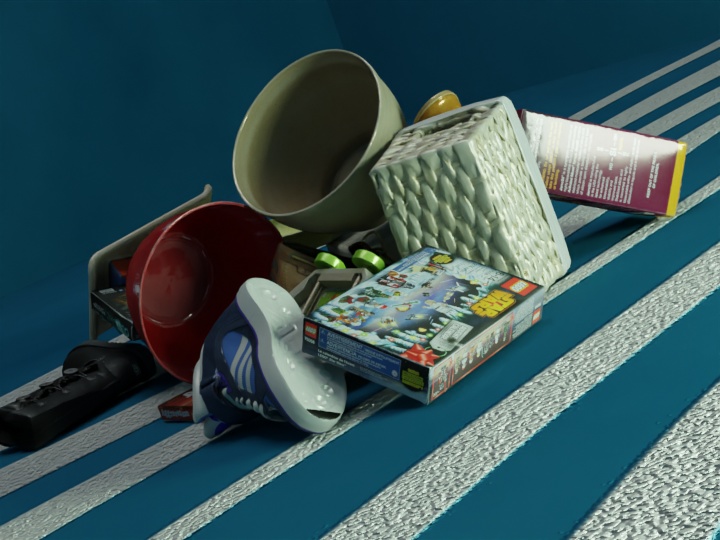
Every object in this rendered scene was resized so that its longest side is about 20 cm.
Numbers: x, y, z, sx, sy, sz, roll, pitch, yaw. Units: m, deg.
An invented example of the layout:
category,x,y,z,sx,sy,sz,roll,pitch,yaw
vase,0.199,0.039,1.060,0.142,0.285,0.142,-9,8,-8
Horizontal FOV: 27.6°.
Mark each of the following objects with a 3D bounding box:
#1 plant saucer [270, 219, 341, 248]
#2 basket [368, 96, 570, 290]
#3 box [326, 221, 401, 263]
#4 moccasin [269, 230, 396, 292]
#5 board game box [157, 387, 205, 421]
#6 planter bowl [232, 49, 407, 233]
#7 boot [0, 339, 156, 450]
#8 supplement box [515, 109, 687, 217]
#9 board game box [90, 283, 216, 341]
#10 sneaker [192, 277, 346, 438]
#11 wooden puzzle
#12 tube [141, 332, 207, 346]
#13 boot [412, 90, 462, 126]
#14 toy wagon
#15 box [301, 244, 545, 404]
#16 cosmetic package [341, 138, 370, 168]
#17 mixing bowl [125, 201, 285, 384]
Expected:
category,x,y,z,sx,sy,sz,roll,pitch,yaw
plant saucer,-0.102,-0.039,1.833,0.199,0.031,0.200,-13,9,2
basket,0.112,-0.054,1.494,0.135,0.201,0.123,-16,16,27
box,0.028,-0.009,1.764,0.094,0.078,0.200,-22,9,-7
moccasin,0.000,-0.001,1.615,0.200,0.078,0.074,8,17,-14
board game box,-0.109,0.109,1.557,0.199,0.020,0.103,-27,10,-35
planter bowl,-0.022,-0.123,1.619,0.199,0.201,0.135,-14,-32,33
boot,-0.365,0.152,1.751,0.164,0.066,0.200,-14,15,44
supplement box,0.245,-0.118,1.634,0.199,0.086,0.110,9,1,-15
board game box,-0.206,0.035,1.756,0.199,0.028,0.135,-12,21,-27
sneaker,-0.092,0.118,1.349,0.080,0.147,0.200,12,31,-34
wooden puzzle,-0.259,0.001,1.859,0.200,0.046,0.186,-37,-21,-28
tube,-0.229,0.074,1.763,0.077,0.051,0.200,-23,25,-21
boot,0.122,-0.090,1.590,0.071,0.144,0.202,-31,-30,-14
toy wagon,-0.054,0.055,1.463,0.200,0.040,0.156,-3,54,56
box,0.060,0.043,1.332,0.136,0.040,0.200,21,31,29
cosmetic package,0.071,-0.097,1.762,0.113,0.081,0.200,29,1,41
mixing bowl,-0.182,0.018,1.620,0.199,0.201,0.108,-26,23,-31
